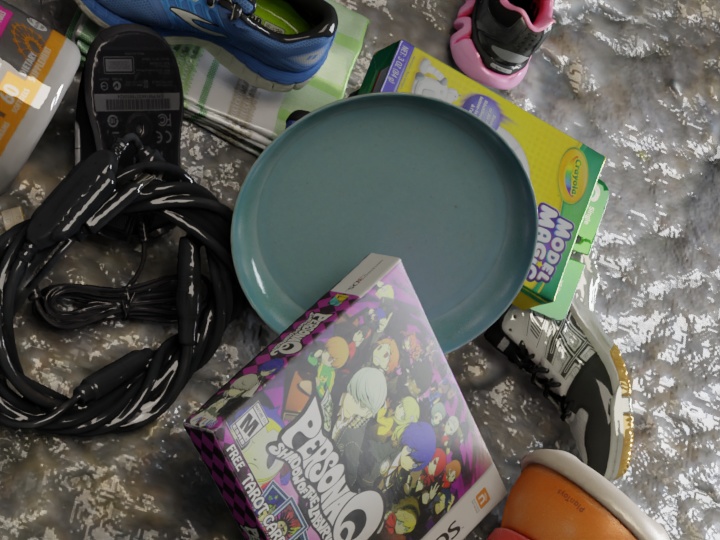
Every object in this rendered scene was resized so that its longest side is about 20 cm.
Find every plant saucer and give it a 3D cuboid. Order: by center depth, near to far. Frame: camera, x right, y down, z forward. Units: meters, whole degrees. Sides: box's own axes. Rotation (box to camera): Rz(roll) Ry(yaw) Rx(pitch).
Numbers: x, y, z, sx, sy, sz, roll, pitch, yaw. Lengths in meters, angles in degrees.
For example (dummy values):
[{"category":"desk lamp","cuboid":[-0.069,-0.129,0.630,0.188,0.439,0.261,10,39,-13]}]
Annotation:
[{"category":"plant saucer","cuboid":[0.015,-0.029,1.433,0.199,0.201,0.027,21,25,-16]}]

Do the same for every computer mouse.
[{"category":"computer mouse","cuboid":[-0.178,-0.057,1.452,0.140,0.046,0.201,-10,94,-32]}]

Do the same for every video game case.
[{"category":"video game case","cuboid":[-0.004,0.122,1.416,0.181,0.036,0.201,-42,121,-30]}]

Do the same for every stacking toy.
[{"category":"stacking toy","cuboid":[0.105,0.229,1.450,0.200,0.146,0.146,-44,91,-14]}]

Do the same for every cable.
[{"category":"cable","cuboid":[-0.163,0.023,1.410,0.200,0.051,0.163,-52,125,-15]}]

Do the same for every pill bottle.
[{"category":"pill bottle","cuboid":[-0.288,-0.141,1.403,0.200,0.116,0.117,30,59,-12]}]

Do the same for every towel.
[{"category":"towel","cuboid":[-0.097,-0.169,1.558,0.199,0.031,0.150,26,61,-14]}]

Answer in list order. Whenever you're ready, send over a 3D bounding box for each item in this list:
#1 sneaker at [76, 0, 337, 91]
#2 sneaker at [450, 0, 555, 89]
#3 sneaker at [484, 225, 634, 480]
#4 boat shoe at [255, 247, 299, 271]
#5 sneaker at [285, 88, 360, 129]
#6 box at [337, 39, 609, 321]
[{"category":"sneaker","cuboid":[-0.105,-0.193,1.489,0.199,0.089,0.079,18,61,-19]},{"category":"sneaker","cuboid":[0.120,-0.238,1.653,0.079,0.095,0.201,12,63,-19]},{"category":"sneaker","cuboid":[0.132,0.057,1.557,0.087,0.076,0.201,-10,69,-13]},{"category":"boat shoe","cuboid":[0.000,0.000,1.506,0.199,0.074,0.069,-7,72,-25]},{"category":"sneaker","cuboid":[0.033,-0.088,1.543,0.199,0.078,0.090,-5,87,-34]},{"category":"box","cuboid":[0.081,-0.057,1.498,0.200,0.048,0.118,28,71,-21]}]
